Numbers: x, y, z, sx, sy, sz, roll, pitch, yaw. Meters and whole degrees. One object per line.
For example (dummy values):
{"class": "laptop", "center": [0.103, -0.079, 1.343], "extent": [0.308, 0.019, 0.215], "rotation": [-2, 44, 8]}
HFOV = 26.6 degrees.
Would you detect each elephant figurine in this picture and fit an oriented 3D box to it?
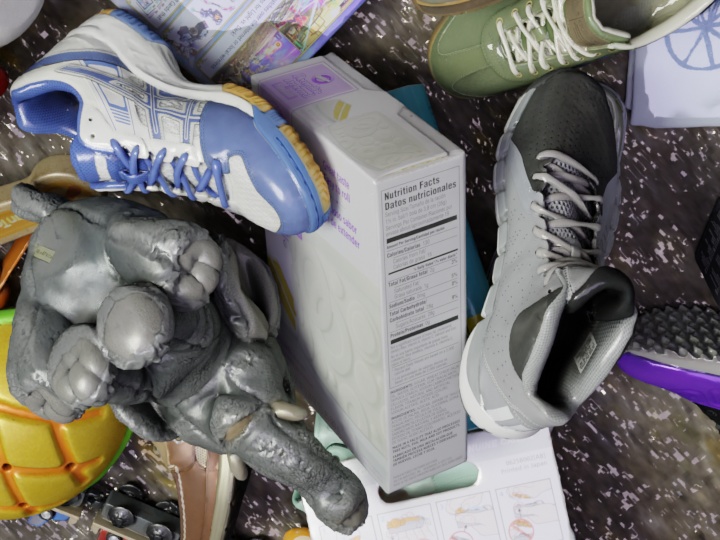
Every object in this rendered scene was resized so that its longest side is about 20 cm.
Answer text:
{"class": "elephant figurine", "center": [-0.093, 0.050, 0.848], "extent": [0.141, 0.157, 0.200], "rotation": [-8, 153, 35]}

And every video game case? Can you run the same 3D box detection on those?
{"class": "video game case", "center": [-0.062, -0.214, 0.841], "extent": [0.181, 0.046, 0.200], "rotation": [42, 108, -12]}

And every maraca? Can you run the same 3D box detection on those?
{"class": "maraca", "center": [-0.224, 0.101, 0.923], "extent": [0.200, 0.107, 0.137], "rotation": [-39, 114, 16]}

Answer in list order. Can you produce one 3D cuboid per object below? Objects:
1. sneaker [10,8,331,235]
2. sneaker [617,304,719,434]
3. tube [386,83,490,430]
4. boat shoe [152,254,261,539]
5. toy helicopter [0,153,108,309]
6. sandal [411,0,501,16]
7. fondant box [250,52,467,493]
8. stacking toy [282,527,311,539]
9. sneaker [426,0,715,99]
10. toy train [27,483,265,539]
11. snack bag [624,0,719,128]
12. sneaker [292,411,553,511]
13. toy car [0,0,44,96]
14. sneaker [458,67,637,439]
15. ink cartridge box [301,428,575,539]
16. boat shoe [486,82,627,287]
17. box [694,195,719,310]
{"class": "sneaker", "center": [-0.104, -0.062, 0.809], "extent": [0.199, 0.088, 0.076], "rotation": [32, 147, 32]}
{"class": "sneaker", "center": [0.246, 0.089, 0.935], "extent": [0.198, 0.070, 0.100], "rotation": [11, 114, -1]}
{"class": "tube", "center": [0.044, -0.005, 0.882], "extent": [0.050, 0.077, 0.202], "rotation": [-18, 89, -28]}
{"class": "boat shoe", "center": [-0.103, 0.082, 0.951], "extent": [0.073, 0.076, 0.202], "rotation": [7, 104, 5]}
{"class": "toy helicopter", "center": [-0.232, -0.018, 0.907], "extent": [0.198, 0.079, 0.133], "rotation": [-16, 133, 20]}
{"class": "sandal", "center": [0.106, -0.207, 0.809], "extent": [0.199, 0.081, 0.054], "rotation": [-29, 125, 19]}
{"class": "fondant box", "center": [0.000, 0.000, 0.849], "extent": [0.058, 0.144, 0.202], "rotation": [-17, 125, -23]}
{"class": "stacking toy", "center": [0.021, 0.244, 1.000], "extent": [0.116, 0.110, 0.200], "rotation": [-42, 93, 19]}
{"class": "sneaker", "center": [0.119, -0.145, 0.824], "extent": [0.199, 0.090, 0.068], "rotation": [-23, 103, 21]}
{"class": "toy train", "center": [-0.151, 0.169, 1.005], "extent": [0.199, 0.034, 0.046], "rotation": [24, 122, -7]}
{"class": "snack bag", "center": [0.253, -0.173, 0.855], "extent": [0.198, 0.021, 0.190], "rotation": [1, 111, 5]}
{"class": "sneaker", "center": [0.038, 0.099, 0.942], "extent": [0.118, 0.074, 0.201], "rotation": [29, 113, -16]}
{"class": "toy car", "center": [-0.261, -0.124, 0.823], "extent": [0.174, 0.200, 0.150], "rotation": [27, 154, 30]}
{"class": "sneaker", "center": [0.112, -0.012, 0.772], "extent": [0.074, 0.115, 0.202], "rotation": [13, 82, -15]}
{"class": "ink cartridge box", "center": [0.061, 0.203, 0.927], "extent": [0.161, 0.057, 0.202], "rotation": [-13, 85, 8]}
{"class": "boat shoe", "center": [0.108, -0.012, 0.875], "extent": [0.071, 0.062, 0.202], "rotation": [11, 92, 11]}
{"class": "box", "center": [0.281, 0.029, 0.840], "extent": [0.160, 0.200, 0.049], "rotation": [18, 110, -5]}
